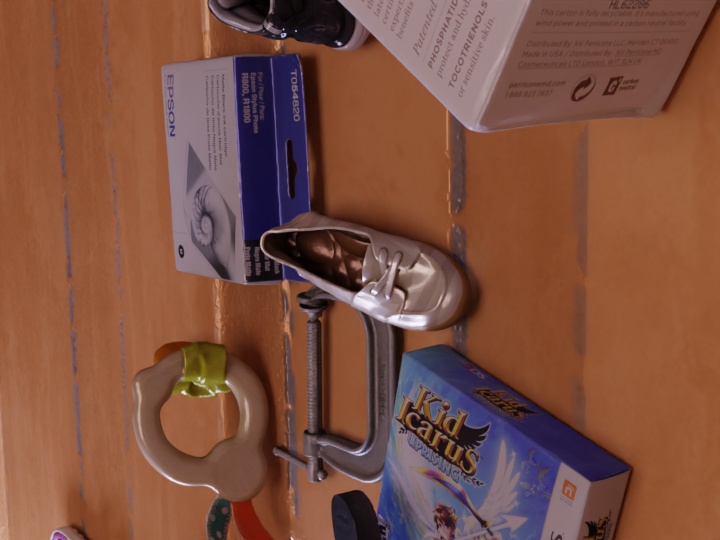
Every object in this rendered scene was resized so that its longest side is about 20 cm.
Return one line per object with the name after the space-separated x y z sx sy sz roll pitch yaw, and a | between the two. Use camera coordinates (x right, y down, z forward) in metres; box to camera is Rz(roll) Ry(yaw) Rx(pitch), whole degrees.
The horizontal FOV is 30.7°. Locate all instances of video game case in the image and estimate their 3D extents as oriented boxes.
0.092 0.179 0.962 0.200 0.045 0.183 32 120 44 | video game case

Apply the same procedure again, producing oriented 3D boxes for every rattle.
-0.146 0.170 1.234 0.143 0.130 0.201 -16 103 57 | rattle

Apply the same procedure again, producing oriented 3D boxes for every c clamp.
-0.026 0.095 1.112 0.170 0.027 0.202 23 115 48 | c clamp

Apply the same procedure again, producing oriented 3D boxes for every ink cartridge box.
-0.114 -0.090 1.165 0.199 0.040 0.201 6 102 55 | ink cartridge box

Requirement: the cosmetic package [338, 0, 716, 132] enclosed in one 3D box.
0.097 -0.209 0.781 0.200 0.166 0.167 49 133 35 | cosmetic package

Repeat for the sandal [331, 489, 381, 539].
-0.002 0.269 0.997 0.076 0.043 0.202 169 90 -70 | sandal

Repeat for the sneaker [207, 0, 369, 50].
-0.077 -0.252 1.038 0.201 0.113 0.076 56 135 29 | sneaker

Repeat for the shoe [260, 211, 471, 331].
0.000 0.000 1.020 0.199 0.053 0.070 20 101 42 | shoe

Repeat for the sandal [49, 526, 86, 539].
-0.319 0.365 1.520 0.202 0.050 0.083 20 112 49 | sandal
